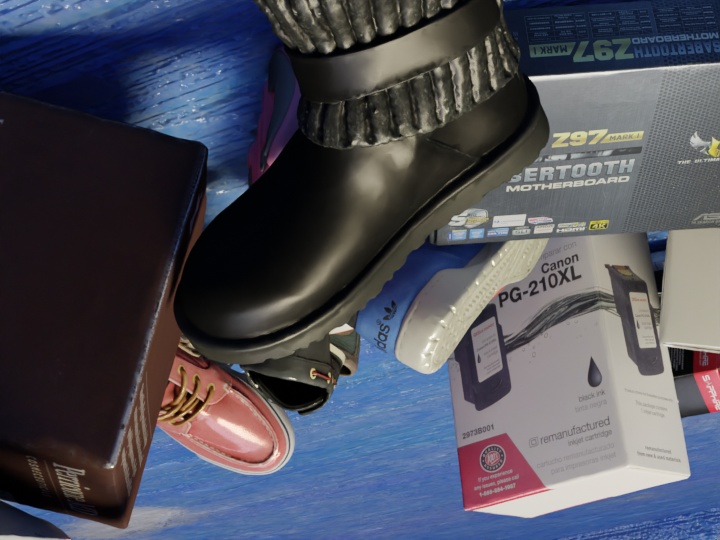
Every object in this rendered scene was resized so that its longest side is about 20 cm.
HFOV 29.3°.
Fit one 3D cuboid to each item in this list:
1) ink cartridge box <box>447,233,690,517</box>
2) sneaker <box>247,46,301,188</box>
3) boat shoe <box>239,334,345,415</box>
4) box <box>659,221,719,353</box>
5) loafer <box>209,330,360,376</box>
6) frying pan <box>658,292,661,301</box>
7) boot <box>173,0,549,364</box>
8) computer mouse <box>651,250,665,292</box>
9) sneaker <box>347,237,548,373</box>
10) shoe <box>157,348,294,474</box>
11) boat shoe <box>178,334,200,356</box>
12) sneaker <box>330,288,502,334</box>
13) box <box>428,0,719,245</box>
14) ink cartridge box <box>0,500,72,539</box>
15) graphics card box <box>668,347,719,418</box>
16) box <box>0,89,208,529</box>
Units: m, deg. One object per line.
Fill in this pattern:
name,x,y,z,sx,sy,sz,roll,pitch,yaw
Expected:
ink cartridge box,0.140,0.062,0.987,0.144,0.201,0.084,-23,153,39
sneaker,-0.015,-0.053,0.767,0.095,0.079,0.200,1,161,-11
boat shoe,-0.051,0.068,0.972,0.073,0.063,0.201,12,165,2
box,0.236,0.005,0.907,0.068,0.083,0.200,5,-177,14
loafer,-0.088,0.050,1.068,0.199,0.063,0.072,1,160,-25
frying pan,0.238,0.041,1.095,0.189,0.031,0.115,-4,161,-24
boot,-0.020,-0.068,0.597,0.211,0.079,0.158,-40,142,-6
computer mouse,0.265,-0.004,1.094,0.199,0.044,0.110,-21,163,18
sneaker,0.046,-0.024,0.866,0.111,0.200,0.077,29,138,19
shoe,-0.136,0.089,0.982,0.072,0.200,0.091,-53,-175,7
boat shoe,-0.113,0.023,0.895,0.076,0.072,0.200,-30,-174,-18
sneaker,0.000,0.000,0.939,0.199,0.079,0.115,-18,160,25
box,0.134,-0.078,0.749,0.199,0.051,0.158,-4,149,-1
ink cartridge box,-0.176,0.119,0.651,0.199,0.047,0.160,1,156,23
graphics card box,0.214,0.076,1.159,0.199,0.126,0.051,-14,125,24
box,-0.193,0.015,0.685,0.199,0.165,0.166,14,159,-2
